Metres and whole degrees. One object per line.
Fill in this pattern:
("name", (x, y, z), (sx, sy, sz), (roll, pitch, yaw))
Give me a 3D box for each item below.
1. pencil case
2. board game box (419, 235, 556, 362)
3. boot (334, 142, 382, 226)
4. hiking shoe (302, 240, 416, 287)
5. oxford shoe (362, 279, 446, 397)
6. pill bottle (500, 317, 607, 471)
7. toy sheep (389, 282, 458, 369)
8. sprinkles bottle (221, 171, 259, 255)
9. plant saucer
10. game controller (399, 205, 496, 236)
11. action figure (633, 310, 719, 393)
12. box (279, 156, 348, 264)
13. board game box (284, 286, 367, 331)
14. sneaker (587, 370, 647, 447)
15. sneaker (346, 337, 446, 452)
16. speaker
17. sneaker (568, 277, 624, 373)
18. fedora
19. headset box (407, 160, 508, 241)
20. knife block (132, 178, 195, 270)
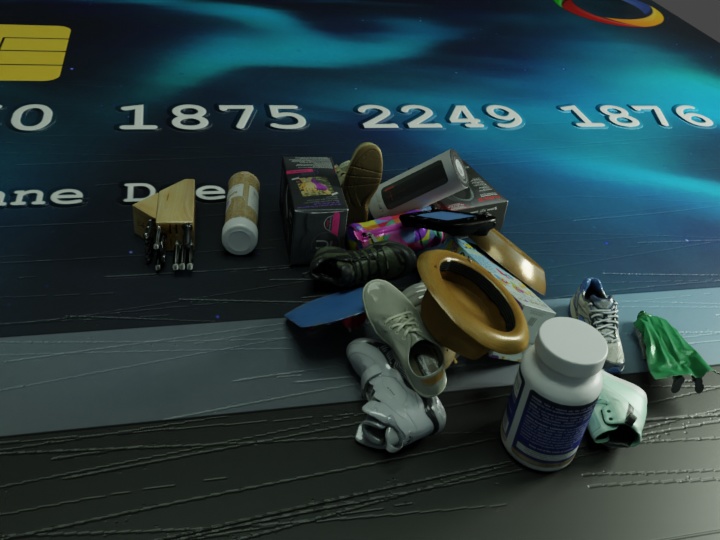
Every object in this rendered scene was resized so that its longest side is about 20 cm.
("pencil case", (0.063, -0.066, 1.400), (0.197, 0.090, 0.088), (-16, 42, -28))
("board game box", (0.209, 0.047, 1.235), (0.104, 0.104, 0.200), (14, 25, -44))
("boot", (-0.014, -0.184, 1.446), (0.070, 0.203, 0.156), (4, 34, -14))
("hiking shoe", (0.000, 0.000, 1.284), (0.195, 0.077, 0.101), (-4, 22, 18))
("oxford shoe", (0.066, 0.088, 1.066), (0.074, 0.058, 0.202), (-24, 61, -13))
("pill bottle", (0.270, 0.172, 1.024), (0.113, 0.203, 0.117), (5, 36, -4))
("toy sheep", (0.101, 0.087, 1.172), (0.135, 0.140, 0.202), (-3, 37, -14))
("sprinkles bottle", (-0.230, -0.114, 1.425), (0.067, 0.069, 0.202), (2, 36, -7))
("plant saucer", (0.268, -0.032, 1.339), (0.199, 0.036, 0.201), (36, 12, -8))
("game controller", (0.150, -0.088, 1.295), (0.102, 0.043, 0.199), (0, 8, -27))
("action figure", (0.516, 0.129, 1.249), (0.115, 0.056, 0.201), (3, 30, -4))
("box", (-0.093, -0.119, 1.409), (0.103, 0.124, 0.202), (-1, 38, -13))
("board game box", (-0.035, 0.075, 1.198), (0.155, 0.040, 0.199), (-19, 10, -17))
("sneaker", (0.335, 0.194, 1.108), (0.197, 0.075, 0.118), (19, 32, 11))
("sneaker", (0.023, 0.181, 1.073), (0.114, 0.076, 0.199), (-22, 49, -38))
("speaker", (0.111, -0.162, 1.454), (0.197, 0.082, 0.082), (-23, 27, 26))
("sneaker", (0.405, 0.088, 1.257), (0.075, 0.087, 0.202), (3, 38, -6))
("fedora", (0.148, 0.060, 1.058), (0.197, 0.082, 0.202), (25, 32, -17))
("headset box", (0.201, -0.144, 1.535), (0.146, 0.079, 0.201), (-11, 39, -23))
("knife block", (-0.331, -0.080, 1.366), (0.173, 0.065, 0.199), (28, 41, 24))
